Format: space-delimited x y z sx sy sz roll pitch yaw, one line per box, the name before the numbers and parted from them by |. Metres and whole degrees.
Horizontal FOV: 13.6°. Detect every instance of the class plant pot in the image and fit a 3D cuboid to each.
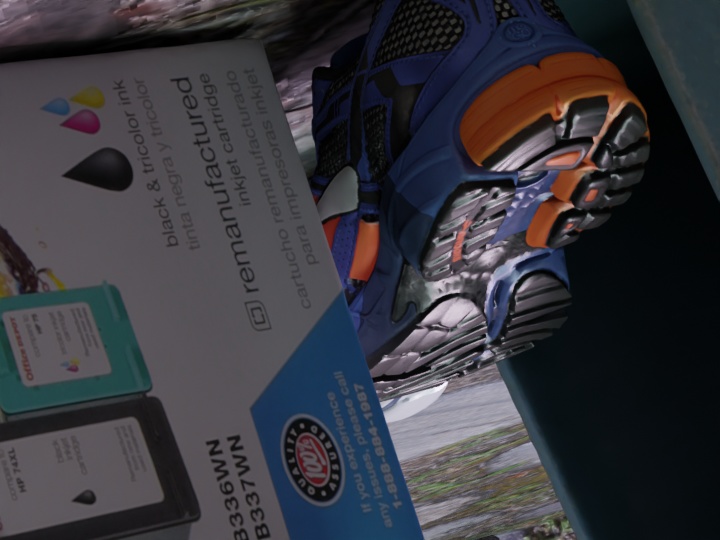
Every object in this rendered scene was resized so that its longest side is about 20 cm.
plant pot | 0.153 -0.020 0.825 0.199 0.197 0.196 -23 173 -19

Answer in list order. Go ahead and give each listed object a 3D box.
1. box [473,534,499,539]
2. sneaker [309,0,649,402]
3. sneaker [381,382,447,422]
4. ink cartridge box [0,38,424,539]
box | -0.073 0.126 0.712 0.157 0.050 0.200 -12 167 -37
sneaker | 0.018 -0.022 0.792 0.075 0.079 0.200 -14 158 -24
sneaker | 0.000 0.000 1.010 0.070 0.073 0.200 -5 158 -19
ink cartridge box | -0.118 0.043 0.749 0.199 0.148 0.146 -11 168 -42
